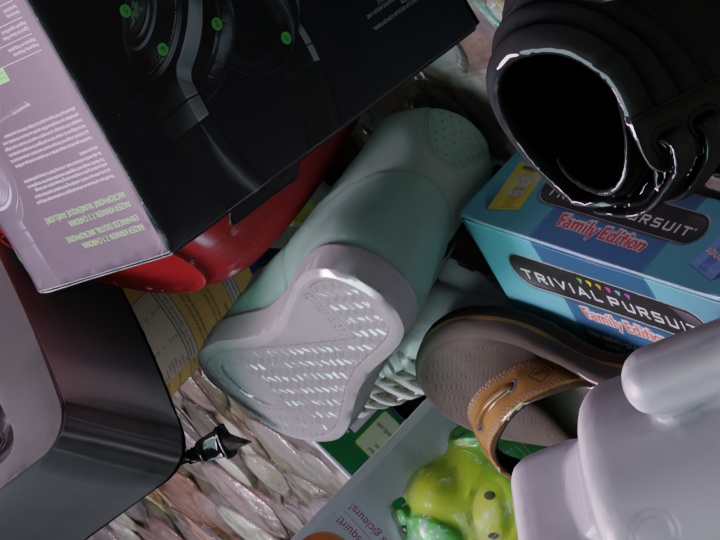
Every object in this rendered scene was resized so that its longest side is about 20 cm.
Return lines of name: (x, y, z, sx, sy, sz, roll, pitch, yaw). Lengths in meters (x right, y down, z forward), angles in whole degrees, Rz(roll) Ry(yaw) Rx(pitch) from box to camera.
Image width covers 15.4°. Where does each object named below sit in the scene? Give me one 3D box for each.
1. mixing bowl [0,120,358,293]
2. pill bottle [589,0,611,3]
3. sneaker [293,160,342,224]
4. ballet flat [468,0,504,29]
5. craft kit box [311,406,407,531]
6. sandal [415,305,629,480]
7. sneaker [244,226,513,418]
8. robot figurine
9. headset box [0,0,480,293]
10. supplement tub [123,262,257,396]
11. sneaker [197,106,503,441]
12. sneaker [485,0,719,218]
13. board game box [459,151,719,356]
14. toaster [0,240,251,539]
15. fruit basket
mixing bowl: (-0.099, -0.057, 1.136, 0.199, 0.109, 0.200, 14, 166, 4)
pill bottle: (0.018, -0.167, 0.820, 0.199, 0.112, 0.112, 30, 156, 34)
sneaker: (-0.090, -0.064, 1.289, 0.199, 0.076, 0.076, 29, 154, 30)
ballet flat: (0.054, -0.125, 0.918, 0.200, 0.076, 0.064, 40, 140, -10)
craft kit box: (0.042, 0.129, 1.394, 0.200, 0.049, 0.198, 45, 179, -1)
sandal: (0.085, 0.067, 1.100, 0.199, 0.055, 0.082, 19, 149, 48)
sneaker: (0.014, 0.032, 1.235, 0.076, 0.081, 0.199, 31, 165, -34)
robot figurine: (0.156, 0.075, 0.959, 0.170, 0.199, 0.113, 53, -159, -42)
headset box: (-0.075, -0.113, 0.946, 0.093, 0.174, 0.201, -15, 109, 51)
supplement tub: (-0.152, 0.019, 1.390, 0.145, 0.200, 0.146, 37, 159, 17)
sneaker: (0.000, 0.000, 1.172, 0.074, 0.118, 0.200, 36, 152, -7)
sneaker: (0.123, -0.041, 0.848, 0.199, 0.099, 0.071, 32, 145, -4)
board game box: (0.143, 0.048, 1.101, 0.151, 0.047, 0.200, 20, 149, 48)
toaster: (-0.189, 0.053, 1.222, 0.181, 0.200, 0.119, 61, -163, 21)
fruit basket: (0.067, 0.152, 1.233, 0.185, 0.200, 0.094, 47, 161, -8)
